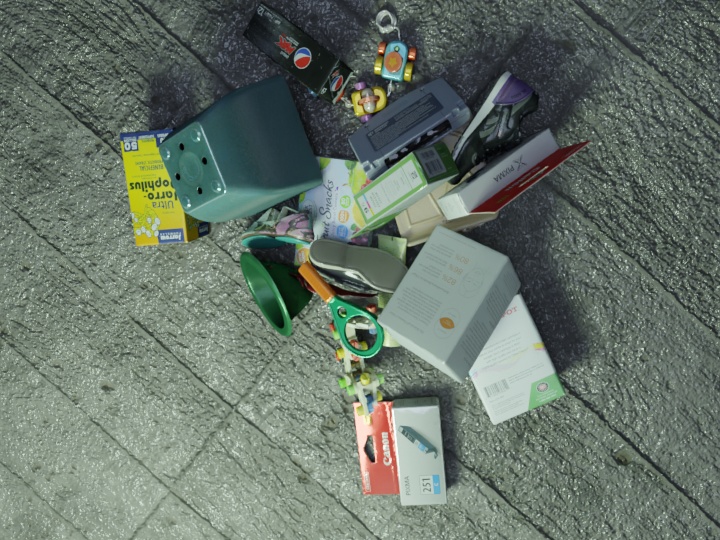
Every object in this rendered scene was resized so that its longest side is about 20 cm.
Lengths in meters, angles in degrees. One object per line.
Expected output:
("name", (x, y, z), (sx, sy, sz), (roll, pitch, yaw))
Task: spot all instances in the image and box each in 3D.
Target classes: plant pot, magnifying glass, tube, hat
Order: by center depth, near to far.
("plant pot", (-0.217, -0.190, 1.012), (0.192, 0.199, 0.201), (-17, 99, 35))
("magnifying glass", (-0.035, 0.066, 1.043), (0.200, 0.022, 0.080), (47, 113, 5))
("tube", (0.059, 0.038, 1.118), (0.056, 0.052, 0.206), (1, 101, 7))
("hat", (-0.108, 0.015, 1.147), (0.174, 0.165, 0.203), (-31, 91, -24))

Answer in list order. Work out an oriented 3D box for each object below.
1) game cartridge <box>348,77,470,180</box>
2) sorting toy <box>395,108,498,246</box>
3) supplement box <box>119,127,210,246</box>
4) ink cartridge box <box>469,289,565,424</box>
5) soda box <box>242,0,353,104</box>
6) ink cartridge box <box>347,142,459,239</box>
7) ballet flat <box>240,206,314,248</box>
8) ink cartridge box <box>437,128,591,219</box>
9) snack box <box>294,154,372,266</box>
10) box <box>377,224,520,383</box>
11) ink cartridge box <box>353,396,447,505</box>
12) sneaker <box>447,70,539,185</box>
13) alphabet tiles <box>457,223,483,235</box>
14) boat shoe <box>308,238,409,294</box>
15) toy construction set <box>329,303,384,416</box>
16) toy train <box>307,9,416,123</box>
("game cartridge", (0.077, -0.245, 1.019), (0.197, 0.134, 0.042), (-31, 127, 7))
("sorting toy", (0.135, -0.166, 1.071), (0.181, 0.036, 0.205), (-17, 94, 12))
("supplement box", (-0.362, -0.157, 1.120), (0.106, 0.110, 0.206), (-3, 101, 10))
("ink cartridge box", (0.261, 0.149, 1.089), (0.143, 0.088, 0.204), (-26, 97, 13))
("soda box", (-0.108, -0.373, 1.028), (0.199, 0.063, 0.071), (42, 105, 20))
("ink cartridge box", (0.058, -0.131, 1.002), (0.198, 0.103, 0.060), (-32, 86, 42))
("ballet flat", (-0.149, -0.080, 1.099), (0.197, 0.068, 0.073), (-2, 75, 48))
("ink cartridge box", (0.237, -0.157, 0.953), (0.198, 0.176, 0.045), (-36, 98, -11))
("snack box", (-0.044, -0.103, 1.106), (0.138, 0.053, 0.206), (8, 104, 10))
("box", (0.151, 0.054, 1.014), (0.151, 0.106, 0.202), (29, 80, 36))
("ink cartridge box", (0.077, 0.357, 1.175), (0.171, 0.045, 0.206), (-5, 100, 9))
("sneaker", (0.218, -0.219, 0.986), (0.087, 0.076, 0.203), (35, 101, 12))
("alphabet tiles", (0.151, -0.159, 1.087), (0.164, 0.006, 0.203), (-30, 95, 13))
("boat shoe", (0.000, 0.000, 1.077), (0.195, 0.063, 0.074), (18, 62, -1))
("toy construction set", (-0.003, 0.151, 1.107), (0.090, 0.131, 0.206), (-2, 110, -19))
("toy train", (0.003, -0.351, 1.048), (0.199, 0.056, 0.151), (-39, 93, 15))
